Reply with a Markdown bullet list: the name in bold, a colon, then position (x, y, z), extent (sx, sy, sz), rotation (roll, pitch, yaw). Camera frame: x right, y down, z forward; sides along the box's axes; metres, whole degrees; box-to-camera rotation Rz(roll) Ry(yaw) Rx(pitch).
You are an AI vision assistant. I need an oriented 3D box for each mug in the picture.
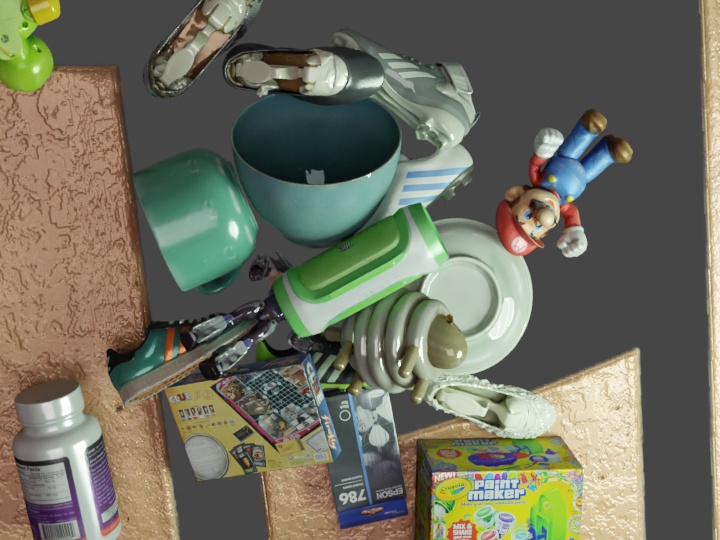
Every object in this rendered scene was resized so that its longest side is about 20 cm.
- **mug**: position (-0.187, -0.064, 1.522), extent (0.113, 0.185, 0.153), rotation (-24, 81, -3)

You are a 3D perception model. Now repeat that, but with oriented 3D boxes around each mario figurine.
- **mario figurine**: position (0.250, -0.097, 1.569), extent (0.123, 0.106, 0.200), rotation (41, 89, 21)

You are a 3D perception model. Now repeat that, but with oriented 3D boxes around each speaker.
- **speaker**: position (0.000, 0.000, 1.484), extent (0.198, 0.089, 0.089), rotation (-28, 105, 6)

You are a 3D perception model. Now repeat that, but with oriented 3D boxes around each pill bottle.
- **pill bottle**: position (-0.370, 0.245, 1.585), extent (0.110, 0.111, 0.203), rotation (-9, 104, -4)

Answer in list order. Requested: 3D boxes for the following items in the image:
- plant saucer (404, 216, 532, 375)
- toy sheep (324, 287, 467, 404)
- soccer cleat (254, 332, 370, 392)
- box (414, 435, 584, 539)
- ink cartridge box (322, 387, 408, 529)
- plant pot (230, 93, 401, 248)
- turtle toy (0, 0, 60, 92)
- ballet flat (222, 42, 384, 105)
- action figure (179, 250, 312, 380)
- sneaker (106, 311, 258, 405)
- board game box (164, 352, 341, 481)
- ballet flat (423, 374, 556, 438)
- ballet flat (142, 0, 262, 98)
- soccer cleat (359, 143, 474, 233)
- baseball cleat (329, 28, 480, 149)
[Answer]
- **plant saucer**: position (0.123, 0.035, 1.601), extent (0.197, 0.050, 0.203), rotation (0, 94, -3)
- **toy sheep**: position (0.038, 0.085, 1.529), extent (0.198, 0.138, 0.140), rotation (7, 106, 29)
- **soccer cleat**: position (-0.037, 0.112, 1.609), extent (0.197, 0.068, 0.082), rotation (-5, 92, 1)
- **box**: position (0.176, 0.328, 1.661), extent (0.197, 0.122, 0.195), rotation (-1, 103, -6)
- **ink cartridge box**: position (0.003, 0.246, 1.665), extent (0.098, 0.039, 0.202), rotation (-13, 105, -4)
- **plant pot**: position (-0.053, -0.107, 1.508), extent (0.197, 0.201, 0.136), rotation (-3, 131, -5)
- **turtle toy**: position (-0.413, -0.299, 1.452), extent (0.144, 0.101, 0.202), rotation (-20, 106, -2)
- **ballet flat**: position (-0.073, -0.229, 1.490), extent (0.197, 0.073, 0.074), rotation (8, 104, 14)
- **action figure**: position (-0.117, 0.056, 1.542), extent (0.199, 0.069, 0.131), rotation (-33, 85, -28)
- **sneaker**: position (-0.223, 0.086, 1.582), extent (0.198, 0.071, 0.080), rotation (-28, 79, -13)
- **board game box**: position (-0.136, 0.186, 1.596), extent (0.198, 0.035, 0.137), rotation (-11, 106, 22)
- **ballet flat**: position (0.165, 0.180, 1.652), extent (0.198, 0.072, 0.073), rotation (17, 101, -11)
- **ballet flat**: position (-0.181, -0.279, 1.499), extent (0.072, 0.072, 0.201), rotation (41, 96, -14)
- **soccer cleat**: position (0.049, -0.091, 1.578), extent (0.200, 0.070, 0.087), rotation (-40, 88, 2)
- **baseball cleat**: position (0.057, -0.235, 1.545), extent (0.200, 0.070, 0.107), rotation (43, 64, -2)
